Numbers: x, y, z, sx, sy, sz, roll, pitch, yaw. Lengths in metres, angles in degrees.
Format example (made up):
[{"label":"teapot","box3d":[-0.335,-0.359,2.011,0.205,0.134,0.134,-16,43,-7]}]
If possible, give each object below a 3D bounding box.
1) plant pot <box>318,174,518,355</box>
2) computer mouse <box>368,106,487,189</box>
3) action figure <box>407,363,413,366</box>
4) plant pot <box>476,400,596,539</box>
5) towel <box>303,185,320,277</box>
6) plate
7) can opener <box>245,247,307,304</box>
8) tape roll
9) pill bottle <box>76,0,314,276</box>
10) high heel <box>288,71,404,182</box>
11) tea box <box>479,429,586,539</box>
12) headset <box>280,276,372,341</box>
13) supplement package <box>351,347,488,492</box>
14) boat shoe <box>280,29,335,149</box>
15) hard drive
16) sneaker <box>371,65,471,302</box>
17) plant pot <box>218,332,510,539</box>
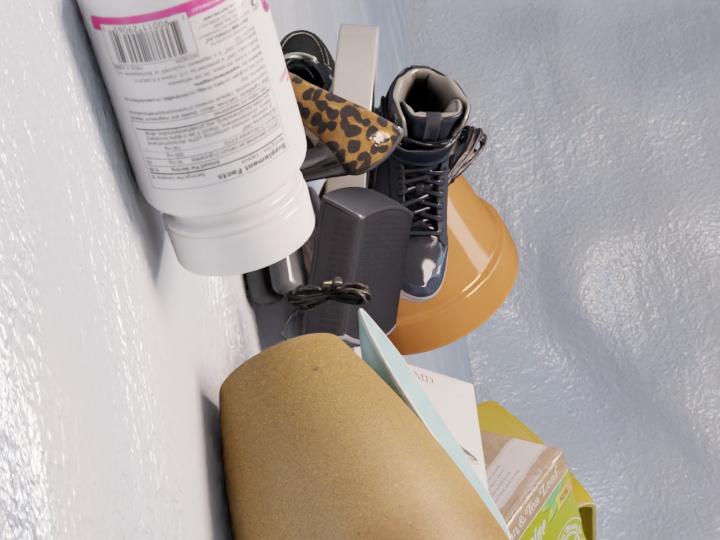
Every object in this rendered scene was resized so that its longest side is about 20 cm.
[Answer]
[{"label":"plant pot","box3d":[0.043,-0.036,2.028,0.201,0.199,0.140,-94,163,-50]},{"label":"computer mouse","box3d":[0.011,-0.108,1.977,0.139,0.199,0.053,-50,149,-31]},{"label":"action figure","box3d":[0.059,0.185,1.902,0.052,0.065,0.201,-2,79,-61]},{"label":"plant pot","box3d":[0.115,0.256,2.087,0.201,0.199,0.177,80,-14,-51]},{"label":"towel","box3d":[-0.026,0.017,1.873,0.191,0.032,0.201,-12,79,-82]},{"label":"plate","box3d":[0.046,0.117,1.484,0.201,0.026,0.200,56,3,-4]},{"label":"can opener","box3d":[-0.092,-0.075,1.622,0.067,0.053,0.201,5,70,-49]},{"label":"tape roll","box3d":[-0.008,-0.121,1.824,0.203,0.037,0.204,4,90,-89]},{"label":"pill bottle","box3d":[-0.098,-0.105,1.281,0.114,0.113,0.201,-90,167,-61]},{"label":"high heel","box3d":[-0.046,-0.170,1.708,0.071,0.142,0.201,39,39,-78]},{"label":"tea box","box3d":[0.091,0.274,1.747,0.200,0.133,0.198,-49,135,-36]},{"label":"headset","box3d":[-0.035,0.105,1.511,0.124,0.093,0.201,63,24,-66]},{"label":"supplement package","box3d":[0.023,0.181,1.588,0.118,0.116,0.201,-55,-153,37]},{"label":"boat shoe","box3d":[-0.055,-0.170,1.929,0.201,0.075,0.061,-96,177,-45]},{"label":"hard drive","box3d":[0.000,0.000,1.691,0.200,0.042,0.136,-7,107,-76]},{"label":"sneaker","box3d":[0.052,-0.082,1.821,0.146,0.076,0.204,131,-45,-73]},{"label":"plant pot","box3d":[-0.014,0.150,1.362,0.201,0.186,0.186,64,1,22]}]
